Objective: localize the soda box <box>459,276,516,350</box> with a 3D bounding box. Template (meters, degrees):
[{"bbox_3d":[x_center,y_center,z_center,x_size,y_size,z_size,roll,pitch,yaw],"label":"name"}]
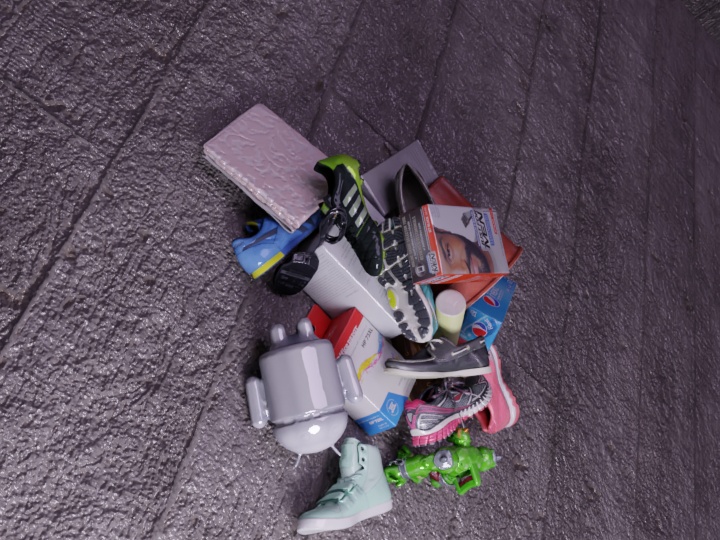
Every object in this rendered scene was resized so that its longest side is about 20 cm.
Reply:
[{"bbox_3d":[0.233,0.069,1.630,0.067,0.065,0.200,26,24,7],"label":"soda box"}]

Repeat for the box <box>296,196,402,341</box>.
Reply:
[{"bbox_3d":[0.000,0.000,1.463,0.200,0.106,0.153,46,45,-17],"label":"box"}]

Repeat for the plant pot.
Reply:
[{"bbox_3d":[0.153,-0.047,1.588,0.196,0.200,0.201,48,44,-3],"label":"plant pot"}]

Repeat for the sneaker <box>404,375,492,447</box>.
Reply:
[{"bbox_3d":[0.147,0.211,1.445,0.199,0.080,0.076,-27,97,-48],"label":"sneaker"}]

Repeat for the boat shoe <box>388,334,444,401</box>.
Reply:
[{"bbox_3d":[0.107,0.175,1.507,0.072,0.067,0.203,-27,89,-47],"label":"boat shoe"}]

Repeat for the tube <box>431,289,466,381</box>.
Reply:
[{"bbox_3d":[0.143,0.109,1.498,0.051,0.202,0.059,21,59,13],"label":"tube"}]

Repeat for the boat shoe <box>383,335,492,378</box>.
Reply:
[{"bbox_3d":[0.121,0.139,1.417,0.196,0.071,0.069,-1,85,-29],"label":"boat shoe"}]

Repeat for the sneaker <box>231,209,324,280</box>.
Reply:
[{"bbox_3d":[-0.128,-0.066,1.403,0.079,0.066,0.200,52,43,-5],"label":"sneaker"}]

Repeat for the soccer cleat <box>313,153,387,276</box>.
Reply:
[{"bbox_3d":[-0.019,-0.082,1.372,0.080,0.067,0.204,-11,75,-27],"label":"soccer cleat"}]

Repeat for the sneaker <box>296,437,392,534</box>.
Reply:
[{"bbox_3d":[-0.033,0.311,1.296,0.199,0.073,0.121,-2,77,-55],"label":"sneaker"}]

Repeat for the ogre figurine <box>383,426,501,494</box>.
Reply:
[{"bbox_3d":[0.144,0.313,1.436,0.198,0.119,0.100,30,52,-32],"label":"ogre figurine"}]

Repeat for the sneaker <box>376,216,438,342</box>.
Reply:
[{"bbox_3d":[0.072,0.016,1.410,0.079,0.076,0.204,-5,77,-64],"label":"sneaker"}]

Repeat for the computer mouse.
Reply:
[{"bbox_3d":[-0.076,-0.032,1.343,0.058,0.200,0.035,19,42,-26],"label":"computer mouse"}]

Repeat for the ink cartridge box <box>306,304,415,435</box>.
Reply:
[{"bbox_3d":[-0.010,0.148,1.408,0.200,0.067,0.117,46,45,-17],"label":"ink cartridge box"}]

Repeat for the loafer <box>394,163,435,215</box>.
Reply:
[{"bbox_3d":[0.097,-0.080,1.459,0.070,0.069,0.204,74,-3,-70],"label":"loafer"}]

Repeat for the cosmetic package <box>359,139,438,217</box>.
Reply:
[{"bbox_3d":[0.040,-0.146,1.579,0.199,0.106,0.091,-34,94,-49],"label":"cosmetic package"}]

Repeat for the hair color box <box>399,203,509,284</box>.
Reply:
[{"bbox_3d":[0.152,-0.040,1.406,0.198,0.063,0.113,-2,77,-49],"label":"hair color box"}]

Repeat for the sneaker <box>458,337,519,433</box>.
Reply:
[{"bbox_3d":[0.216,0.198,1.600,0.086,0.073,0.203,-22,84,-43],"label":"sneaker"}]

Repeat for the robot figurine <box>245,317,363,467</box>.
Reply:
[{"bbox_3d":[-0.082,0.174,1.285,0.166,0.113,0.205,-12,81,-4],"label":"robot figurine"}]

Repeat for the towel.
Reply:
[{"bbox_3d":[-0.134,-0.169,1.428,0.199,0.032,0.191,40,41,0],"label":"towel"}]
